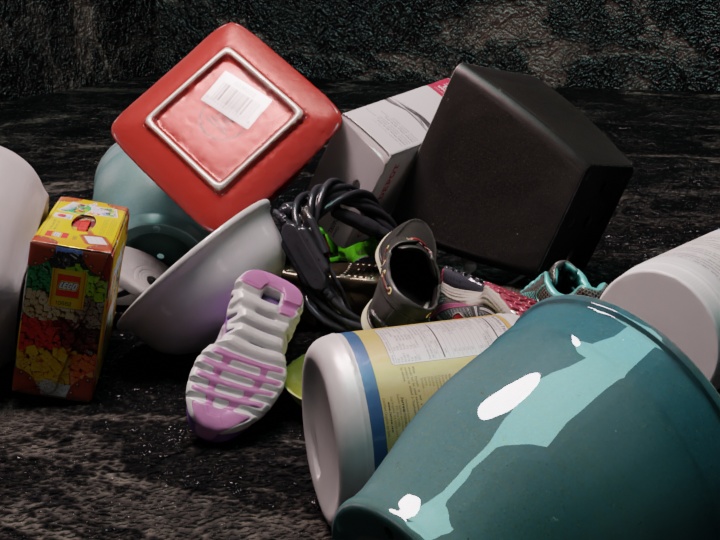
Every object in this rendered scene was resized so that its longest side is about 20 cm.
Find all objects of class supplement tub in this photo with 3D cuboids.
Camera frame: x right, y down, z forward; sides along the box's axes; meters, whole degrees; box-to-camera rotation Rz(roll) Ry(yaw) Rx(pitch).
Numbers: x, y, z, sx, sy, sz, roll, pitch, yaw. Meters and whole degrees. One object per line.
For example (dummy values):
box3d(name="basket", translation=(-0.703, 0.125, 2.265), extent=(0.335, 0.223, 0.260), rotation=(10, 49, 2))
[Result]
box3d(name="supplement tub", translation=(0.066, 0.109, 0.932), extent=(0.198, 0.146, 0.145), rotation=(-6, 15, -14))
box3d(name="supplement tub", translation=(0.319, 0.038, 1.178), extent=(0.131, 0.133, 0.199), rotation=(11, 19, 41))

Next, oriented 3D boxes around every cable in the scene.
box3d(name="cable", translation=(0.000, 0.000, 1.320), extent=(0.051, 0.201, 0.163), rotation=(-41, -13, 38))

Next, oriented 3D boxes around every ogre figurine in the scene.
box3d(name="ogre figurine", translation=(-0.016, -0.070, 1.652), extent=(0.098, 0.121, 0.199), rotation=(-9, 17, -39))

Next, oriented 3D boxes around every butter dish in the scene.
box3d(name="butter dish", translation=(-0.140, -0.137, 1.432), extent=(0.199, 0.148, 0.200), rotation=(-44, 68, -11))

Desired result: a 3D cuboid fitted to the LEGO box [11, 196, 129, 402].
box3d(name="LEGO box", translation=(-0.285, 0.023, 1.270), extent=(0.077, 0.150, 0.200), rotation=(9, 13, -8))

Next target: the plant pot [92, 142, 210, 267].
box3d(name="plant pot", translation=(-0.231, -0.049, 1.525), extent=(0.199, 0.201, 0.135), rotation=(-2, 41, 3))

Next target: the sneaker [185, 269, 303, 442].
box3d(name="sneaker", translation=(-0.110, 0.092, 1.168), extent=(0.080, 0.089, 0.201), rotation=(25, 39, -4))

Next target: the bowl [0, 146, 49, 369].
box3d(name="bowl", translation=(-0.358, 0.001, 1.250), extent=(0.074, 0.200, 0.201), rotation=(13, 53, -8))

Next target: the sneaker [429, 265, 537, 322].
box3d(name="sneaker", translation=(0.133, 0.053, 1.252), extent=(0.080, 0.075, 0.200), rotation=(20, 1, -23))

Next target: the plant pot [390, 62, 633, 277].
box3d(name="plant pot", translation=(0.183, -0.097, 1.423), extent=(0.177, 0.201, 0.199), rotation=(32, 19, 27))

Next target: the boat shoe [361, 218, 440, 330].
box3d(name="boat shoe", translation=(0.052, 0.002, 1.268), extent=(0.073, 0.063, 0.202), rotation=(33, 30, -8))

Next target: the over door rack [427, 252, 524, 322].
box3d(name="over door rack", translation=(0.099, 0.003, 1.466), extent=(0.199, 0.067, 0.147), rotation=(-15, 20, -38))

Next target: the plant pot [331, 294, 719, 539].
box3d(name="plant pot", translation=(0.093, 0.146, 0.738), extent=(0.187, 0.201, 0.200), rotation=(-30, 28, -29))

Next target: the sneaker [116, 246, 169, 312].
box3d(name="sneaker", translation=(-0.300, 0.026, 1.442), extent=(0.199, 0.112, 0.073), rotation=(25, 31, -26))

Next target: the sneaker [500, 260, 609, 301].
box3d(name="sneaker", translation=(0.200, 0.031, 1.299), extent=(0.077, 0.092, 0.200), rotation=(-9, 16, -25))

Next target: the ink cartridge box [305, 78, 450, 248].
box3d(name="ink cartridge box", translation=(0.041, -0.125, 1.472), extent=(0.083, 0.146, 0.199), rotation=(45, 41, 20))

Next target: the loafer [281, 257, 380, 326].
box3d(name="loafer", translation=(-0.059, 0.025, 1.404), extent=(0.199, 0.068, 0.076), rotation=(6, 15, 22))

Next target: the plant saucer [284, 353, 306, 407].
box3d(name="plant saucer", translation=(0.028, 0.106, 1.166), extent=(0.198, 0.031, 0.200), rotation=(-2, 15, 0))

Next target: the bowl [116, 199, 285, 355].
box3d(name="bowl", translation=(-0.144, 0.025, 1.301), extent=(0.201, 0.090, 0.201), rotation=(-41, -1, -1))
